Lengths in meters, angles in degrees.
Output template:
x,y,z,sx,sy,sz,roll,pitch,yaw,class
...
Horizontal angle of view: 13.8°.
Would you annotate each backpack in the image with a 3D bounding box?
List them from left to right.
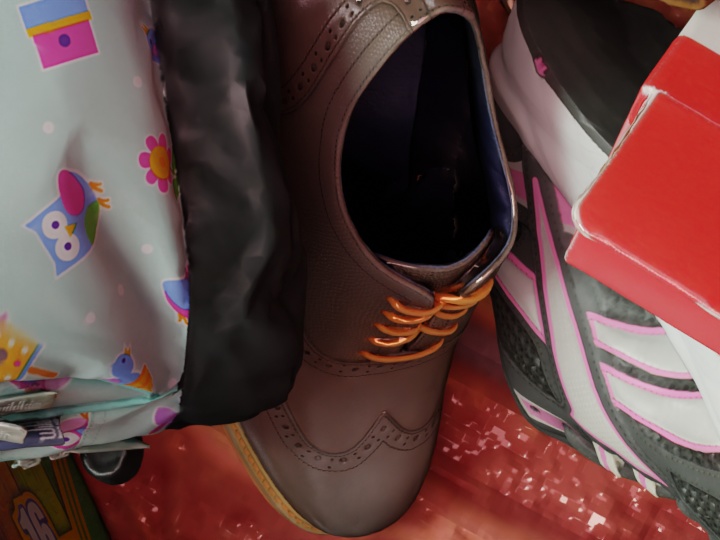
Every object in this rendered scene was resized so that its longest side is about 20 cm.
x,y,z,sx,sy,sz,roll,pitch,yaw,class
-0.118,-0.028,0.662,0.200,0.127,0.167,-8,85,-21,backpack

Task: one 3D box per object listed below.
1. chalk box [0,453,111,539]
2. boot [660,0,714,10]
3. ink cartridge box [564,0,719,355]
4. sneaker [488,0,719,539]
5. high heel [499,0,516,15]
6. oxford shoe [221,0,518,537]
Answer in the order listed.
x,y,z,sx,sy,sz,roll,pitch,yaw,class
-0.168,0.023,0.790,0.124,0.124,0.200,-25,90,11,chalk box
0.136,-0.130,0.668,0.200,0.188,0.069,-39,129,-19,boot
0.129,-0.028,0.699,0.116,0.200,0.067,32,142,7,ink cartridge box
0.084,0.026,0.755,0.086,0.080,0.200,-54,52,39,sneaker
-0.034,-0.077,0.786,0.200,0.067,0.096,-34,97,-4,high heel
0.000,0.000,0.743,0.071,0.073,0.200,-20,132,-20,oxford shoe
